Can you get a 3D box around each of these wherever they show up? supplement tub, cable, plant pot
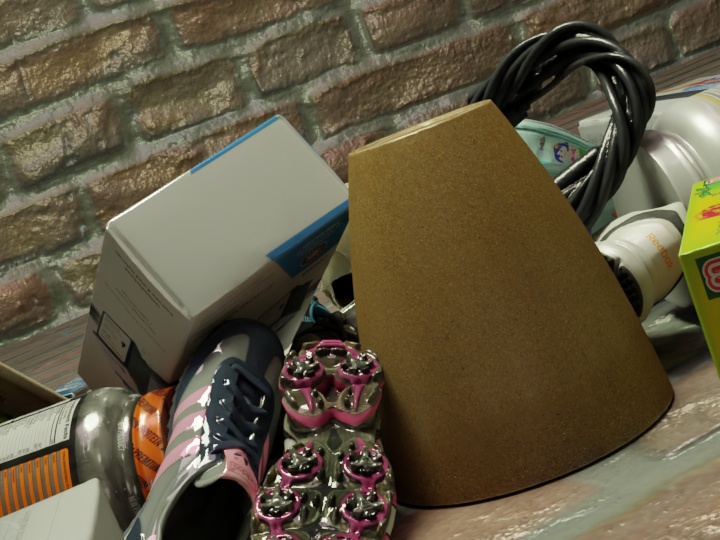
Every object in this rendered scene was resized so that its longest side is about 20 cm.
[{"bbox_3d":[0.292,-0.068,0.934,0.198,0.147,0.145,-22,7,-10],"label":"supplement tub"},{"bbox_3d":[0.122,-0.085,0.933,0.050,0.165,0.199,26,-38,-35],"label":"cable"},{"bbox_3d":[-0.187,0.147,0.811,0.197,0.124,0.123,-19,7,12],"label":"supplement tub"},{"bbox_3d":[0.068,0.008,0.799,0.184,0.203,0.186,-21,6,2],"label":"plant pot"}]

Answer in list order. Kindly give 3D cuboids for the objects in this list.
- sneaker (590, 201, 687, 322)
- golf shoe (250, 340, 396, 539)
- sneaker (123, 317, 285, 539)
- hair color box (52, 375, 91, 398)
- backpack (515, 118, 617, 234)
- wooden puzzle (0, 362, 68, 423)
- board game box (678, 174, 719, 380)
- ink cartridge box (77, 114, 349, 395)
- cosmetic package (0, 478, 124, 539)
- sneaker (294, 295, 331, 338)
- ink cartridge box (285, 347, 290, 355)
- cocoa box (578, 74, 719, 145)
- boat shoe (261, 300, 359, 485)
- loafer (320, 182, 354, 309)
[{"bbox_3d":[0.171,0.007,0.908,0.080,0.074,0.200,-36,2,-17],"label":"sneaker"},{"bbox_3d":[-0.015,0.126,0.710,0.071,0.093,0.201,1,30,5],"label":"golf shoe"},{"bbox_3d":[-0.072,0.105,0.721,0.082,0.070,0.202,-32,34,48],"label":"sneaker"},{"bbox_3d":[-0.173,0.114,1.098,0.060,0.101,0.199,-16,9,34],"label":"hair color box"},{"bbox_3d":[0.135,-0.037,1.076,0.176,0.153,0.199,17,-9,-36],"label":"backpack"},{"bbox_3d":[-0.294,0.148,0.899,0.200,0.037,0.185,-48,-26,-4],"label":"wooden puzzle"},{"bbox_3d":[0.220,0.010,0.743,0.047,0.103,0.200,-19,8,19],"label":"board game box"},{"bbox_3d":[-0.100,0.013,0.871,0.146,0.086,0.201,-37,-15,-31],"label":"ink cartridge box"},{"bbox_3d":[-0.169,0.187,0.480,0.198,0.125,0.199,-23,7,-7],"label":"cosmetic package"},{"bbox_3d":[-0.058,0.066,1.130,0.080,0.074,0.200,-1,-16,10],"label":"sneaker"},{"bbox_3d":[-0.029,0.090,0.996,0.197,0.069,0.116,-20,7,14],"label":"ink cartridge box"},{"bbox_3d":[0.295,-0.089,1.115,0.130,0.135,0.200,-21,8,-11],"label":"cocoa box"},{"bbox_3d":[-0.017,0.067,0.878,0.071,0.066,0.201,29,70,41],"label":"boat shoe"},{"bbox_3d":[0.000,0.000,0.990,0.074,0.069,0.200,-12,-21,1],"label":"loafer"}]
